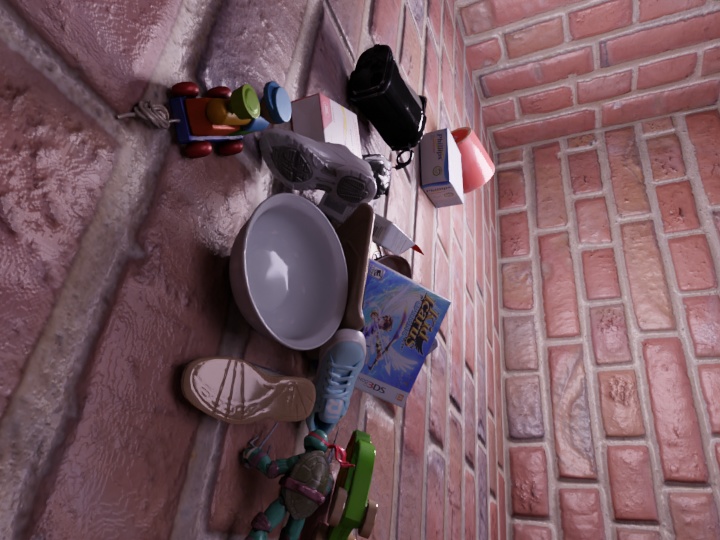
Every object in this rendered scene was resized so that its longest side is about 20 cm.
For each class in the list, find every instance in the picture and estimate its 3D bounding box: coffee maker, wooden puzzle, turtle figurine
[{"bbox_3d":[0.070,-0.378,1.201,0.199,0.132,0.198,32,40,-53],"label":"coffee maker"},{"bbox_3d":[-0.030,0.022,0.834,0.036,0.184,0.206,18,58,-23],"label":"wooden puzzle"},{"bbox_3d":[-0.089,0.279,0.676,0.148,0.100,0.204,36,61,-20],"label":"turtle figurine"}]

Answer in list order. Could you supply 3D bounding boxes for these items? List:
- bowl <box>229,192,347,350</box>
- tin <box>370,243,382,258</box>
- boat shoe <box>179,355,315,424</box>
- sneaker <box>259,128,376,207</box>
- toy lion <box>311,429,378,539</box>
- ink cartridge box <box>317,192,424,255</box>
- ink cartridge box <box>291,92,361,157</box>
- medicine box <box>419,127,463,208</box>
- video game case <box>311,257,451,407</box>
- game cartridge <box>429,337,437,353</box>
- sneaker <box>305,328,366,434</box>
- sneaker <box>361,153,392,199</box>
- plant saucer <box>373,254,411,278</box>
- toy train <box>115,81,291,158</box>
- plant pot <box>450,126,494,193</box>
[{"bbox_3d":[-0.110,0.007,0.711,0.198,0.088,0.209,21,64,-50],"label":"bowl"},{"bbox_3d":[0.000,0.000,1.072,0.200,0.040,0.116,-45,129,-62],"label":"tin"},{"bbox_3d":[-0.143,0.150,0.652,0.197,0.063,0.075,20,73,-45],"label":"boat shoe"},{"bbox_3d":[-0.067,-0.173,0.833,0.195,0.079,0.101,24,34,-15],"label":"sneaker"},{"bbox_3d":[-0.015,0.332,0.810,0.195,0.066,0.203,-73,-178,-47],"label":"toy lion"},{"bbox_3d":[0.025,-0.073,1.004,0.048,0.157,0.199,-59,152,-2],"label":"ink cartridge box"},{"bbox_3d":[-0.051,-0.242,0.978,0.199,0.065,0.121,-8,91,-67],"label":"ink cartridge box"},{"bbox_3d":[0.273,-0.336,1.741,0.199,0.100,0.189,32,54,-61],"label":"medicine box"},{"bbox_3d":[0.037,0.105,0.883,0.177,0.045,0.205,25,92,-21],"label":"video game case"},{"bbox_3d":[0.103,0.173,1.156,0.042,0.133,0.199,50,9,26],"label":"game cartridge"},{"bbox_3d":[-0.034,0.176,0.768,0.083,0.071,0.204,-103,-155,-47],"label":"sneaker"},{"bbox_3d":[0.030,-0.205,1.162,0.199,0.073,0.091,-9,98,-67],"label":"sneaker"},{"bbox_3d":[0.021,0.055,0.995,0.197,0.032,0.205,-32,140,-30],"label":"plant saucer"},{"bbox_3d":[-0.170,-0.186,0.613,0.199,0.112,0.088,-34,114,-65],"label":"toy train"},{"bbox_3d":[0.380,-0.417,1.942,0.180,0.195,0.203,56,33,-28],"label":"plant pot"}]
